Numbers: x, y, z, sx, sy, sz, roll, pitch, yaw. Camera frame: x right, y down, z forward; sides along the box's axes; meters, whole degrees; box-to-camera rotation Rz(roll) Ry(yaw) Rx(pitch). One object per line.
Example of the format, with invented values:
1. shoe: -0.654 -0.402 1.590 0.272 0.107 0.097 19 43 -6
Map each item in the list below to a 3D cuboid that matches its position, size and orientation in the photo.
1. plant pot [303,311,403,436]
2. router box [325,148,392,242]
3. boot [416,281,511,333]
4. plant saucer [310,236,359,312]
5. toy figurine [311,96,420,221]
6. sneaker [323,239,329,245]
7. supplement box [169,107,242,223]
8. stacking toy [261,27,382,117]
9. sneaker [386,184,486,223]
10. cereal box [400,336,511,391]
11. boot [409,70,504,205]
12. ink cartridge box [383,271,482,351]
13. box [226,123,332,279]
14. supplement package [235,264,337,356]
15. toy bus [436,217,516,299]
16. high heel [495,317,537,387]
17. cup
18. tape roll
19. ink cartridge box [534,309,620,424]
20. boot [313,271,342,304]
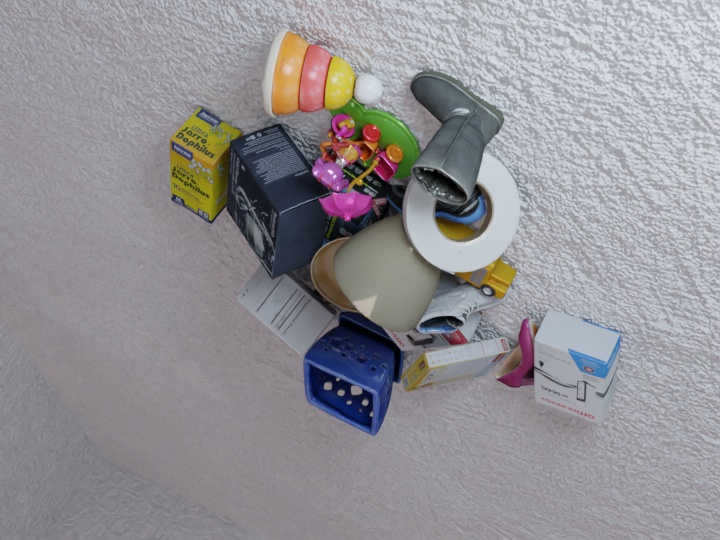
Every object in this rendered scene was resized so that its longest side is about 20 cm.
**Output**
1. plant pot: -0.006 0.226 2.046 0.197 0.181 0.202 23 146 17
2. router box: -0.027 -0.127 1.732 0.148 0.063 0.201 34 147 5
3. boot: 0.194 0.074 1.672 0.195 0.096 0.075 -12 125 4
4. plant saucer: 0.000 0.000 1.755 0.195 0.036 0.203 6 133 6
5. toy figurine: -0.018 -0.181 1.544 0.199 0.185 0.150 41 147 -8
6. sneaker: -0.132 -0.087 1.865 0.196 0.079 0.090 18 146 26
7. supplement box: -0.322 -0.215 1.848 0.107 0.110 0.202 29 146 9
8. stacking toy: -0.059 -0.314 1.494 0.195 0.148 0.147 14 145 4
9. sneaker: 0.135 -0.137 1.581 0.196 0.070 0.085 10 120 37
10. cereal box: 0.195 0.194 1.834 0.144 0.196 0.040 124 132 -57
11. boot: 0.121 -0.206 1.370 0.179 0.201 0.073 27 147 11
12. ink cartridge box: 0.128 0.083 1.834 0.198 0.084 0.147 -13 125 49
13. box: -0.161 -0.133 1.714 0.198 0.122 0.202 52 151 26
14. supplement package: -0.164 0.080 2.013 0.199 0.120 0.121 40 -178 1
15. toy bus: 0.196 -0.032 1.646 0.197 0.065 0.079 31 146 9
16. high heel: 0.308 0.164 1.770 0.094 0.069 0.202 1 143 16
17. cup: 0.069 -0.017 1.578 0.199 0.201 0.144 38 121 -5
18. tape roll: 0.168 -0.099 1.479 0.203 0.203 0.037 43 -178 -14
19. ink cartridge box: 0.412 0.187 1.704 0.143 0.085 0.202 18 143 26
20. boot: -0.055 0.027 1.911 0.151 0.075 0.203 6 157 40
